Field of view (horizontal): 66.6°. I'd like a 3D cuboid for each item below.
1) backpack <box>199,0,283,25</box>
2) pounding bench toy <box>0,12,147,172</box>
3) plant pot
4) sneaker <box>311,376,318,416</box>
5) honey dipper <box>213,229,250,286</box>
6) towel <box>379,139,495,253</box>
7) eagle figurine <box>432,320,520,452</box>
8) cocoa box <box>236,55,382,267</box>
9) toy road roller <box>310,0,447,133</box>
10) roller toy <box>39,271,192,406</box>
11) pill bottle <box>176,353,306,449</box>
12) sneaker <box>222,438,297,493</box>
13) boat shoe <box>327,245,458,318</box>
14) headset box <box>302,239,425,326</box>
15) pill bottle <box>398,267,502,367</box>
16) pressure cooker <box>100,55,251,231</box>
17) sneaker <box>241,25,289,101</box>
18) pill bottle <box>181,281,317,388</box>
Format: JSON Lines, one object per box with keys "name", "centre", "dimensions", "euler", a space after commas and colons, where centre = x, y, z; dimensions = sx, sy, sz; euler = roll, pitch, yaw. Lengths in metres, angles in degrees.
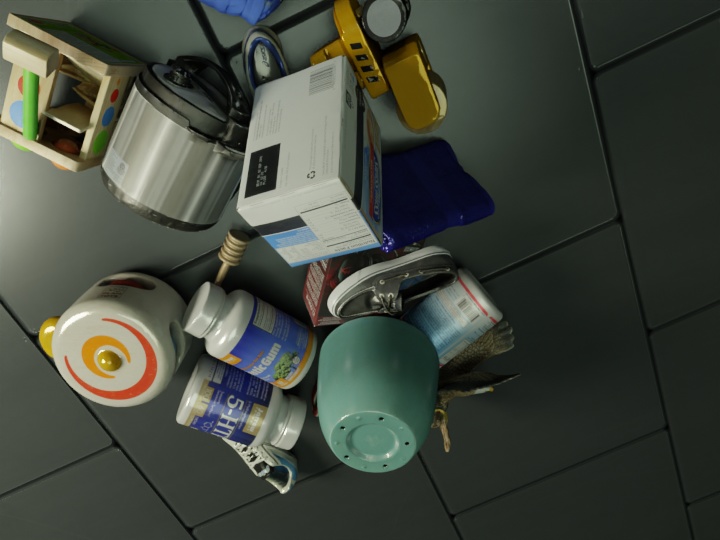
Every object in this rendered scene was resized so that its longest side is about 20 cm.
{"name": "backpack", "centre": [-0.118, -0.398, 0.649], "dimensions": [0.166, 0.163, 0.202], "euler": [22, 109, -19]}
{"name": "pounding bench toy", "centre": [-0.376, -0.206, 0.672], "dimensions": [0.123, 0.200, 0.157], "euler": [26, 108, -7]}
{"name": "plant pot", "centre": [0.024, 0.199, 0.829], "dimensions": [0.197, 0.162, 0.203], "euler": [2, 122, 3]}
{"name": "sneaker", "centre": [-0.009, 0.181, 0.974], "dimensions": [0.114, 0.079, 0.202], "euler": [11, 124, -20]}
{"name": "honey dipper", "centre": [-0.234, 0.026, 0.893], "dimensions": [0.038, 0.038, 0.201], "euler": [23, 113, -16]}
{"name": "towel", "centre": [0.080, -0.108, 0.786], "dimensions": [0.198, 0.149, 0.050], "euler": [-20, 155, -29]}
{"name": "eagle figurine", "centre": [0.180, 0.184, 0.954], "dimensions": [0.150, 0.152, 0.201], "euler": [-12, 140, -40]}
{"name": "cocoa box", "centre": [-0.053, -0.130, 0.673], "dimensions": [0.132, 0.202, 0.131], "euler": [-12, 146, 19]}
{"name": "toy road roller", "centre": [0.023, -0.274, 0.748], "dimensions": [0.144, 0.123, 0.201], "euler": [-22, 114, 19]}
{"name": "roller toy", "centre": [-0.365, 0.106, 0.844], "dimensions": [0.182, 0.140, 0.200], "euler": [-40, 107, 15]}
{"name": "pill bottle", "centre": [-0.199, 0.232, 0.939], "dimensions": [0.198, 0.120, 0.121], "euler": [23, 109, -16]}
{"name": "sneaker", "centre": [-0.189, 0.334, 1.011], "dimensions": [0.072, 0.073, 0.200], "euler": [-39, 111, 13]}
{"name": "boat shoe", "centre": [0.051, 0.030, 0.795], "dimensions": [0.197, 0.067, 0.070], "euler": [-20, 136, -9]}
{"name": "headset box", "centre": [0.000, 0.000, 0.845], "dimensions": [0.147, 0.075, 0.202], "euler": [-2, 131, -24]}
{"name": "pill bottle", "centre": [0.131, 0.096, 0.923], "dimensions": [0.199, 0.109, 0.109], "euler": [-40, 112, 12]}
{"name": "pressure cooker", "centre": [-0.226, -0.174, 0.724], "dimensions": [0.174, 0.179, 0.201], "euler": [29, 110, -12]}
{"name": "sneaker", "centre": [-0.123, -0.229, 0.763], "dimensions": [0.074, 0.088, 0.202], "euler": [-17, 116, -1]}
{"name": "pill bottle", "centre": [-0.176, 0.101, 0.873], "dimensions": [0.199, 0.112, 0.112], "euler": [32, 107, -28]}
